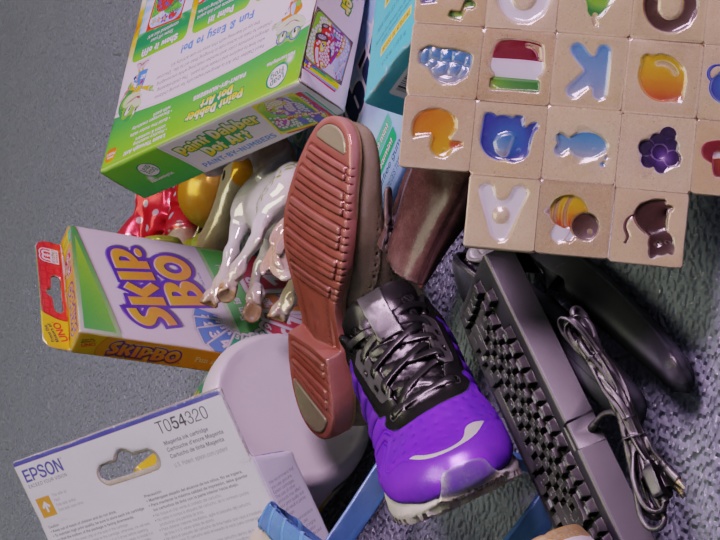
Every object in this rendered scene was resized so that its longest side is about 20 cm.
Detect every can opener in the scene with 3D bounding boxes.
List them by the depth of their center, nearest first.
[{"bbox_3d":[0.106,0.021,0.973,0.063,0.079,0.200,-43,27,-6],"label":"can opener"}]

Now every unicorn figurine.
[{"bbox_3d":[-0.064,-0.039,1.279,0.200,0.074,0.138,7,77,55],"label":"unicorn figurine"}]

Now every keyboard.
[{"bbox_3d":[0.099,0.079,0.910,0.201,0.021,0.127,65,155,23],"label":"keyboard"}]

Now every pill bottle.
[{"bbox_3d":[-0.079,0.137,1.307,0.200,0.112,0.113,124,146,-50],"label":"pill bottle"}]

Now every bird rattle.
[{"bbox_3d":[-0.116,-0.042,1.529,0.163,0.112,0.200,-61,16,21],"label":"bird rattle"}]

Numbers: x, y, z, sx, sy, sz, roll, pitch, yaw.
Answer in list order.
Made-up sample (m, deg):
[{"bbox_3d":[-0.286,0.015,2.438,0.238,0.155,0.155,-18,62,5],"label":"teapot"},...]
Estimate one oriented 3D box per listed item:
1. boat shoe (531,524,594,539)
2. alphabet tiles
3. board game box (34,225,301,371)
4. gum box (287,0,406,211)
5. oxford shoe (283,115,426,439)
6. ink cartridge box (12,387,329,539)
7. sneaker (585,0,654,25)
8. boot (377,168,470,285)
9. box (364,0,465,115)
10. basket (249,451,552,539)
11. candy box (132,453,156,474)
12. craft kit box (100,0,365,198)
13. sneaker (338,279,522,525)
[{"bbox_3d":[0.087,0.210,0.914,0.069,0.071,0.201,47,145,38],"label":"boat shoe"},{"bbox_3d":[0.105,-0.105,0.885,0.006,0.166,0.201,21,-105,-78],"label":"alphabet tiles"},{"bbox_3d":[-0.117,0.023,1.318,0.096,0.199,0.030,-103,30,-41],"label":"board game box"},{"bbox_3d":[0.009,-0.089,1.246,0.200,0.044,0.170,-107,31,-47],"label":"gum box"},{"bbox_3d":[0.000,0.000,1.159,0.071,0.074,0.201,42,137,50],"label":"oxford shoe"},{"bbox_3d":[-0.100,0.179,1.202,0.196,0.043,0.201,-20,94,38],"label":"ink cartridge box"},{"bbox_3d":[0.118,-0.173,0.981,0.106,0.074,0.201,118,159,-51],"label":"sneaker"},{"bbox_3d":[0.069,-0.065,1.022,0.200,0.072,0.167,-122,56,-78],"label":"boot"},{"bbox_3d":[0.047,-0.178,0.994,0.082,0.049,0.201,130,152,-53],"label":"box"},{"bbox_3d":[0.014,0.173,1.055,0.200,0.139,0.176,-50,20,-11],"label":"basket"},{"bbox_3d":[-0.085,0.217,1.257,0.200,0.026,0.102,44,134,13],"label":"candy box"},{"bbox_3d":[-0.075,-0.164,1.278,0.200,0.048,0.198,-19,49,43],"label":"craft kit box"},{"bbox_3d":[0.024,0.059,1.016,0.200,0.069,0.100,-122,8,-77],"label":"sneaker"}]
